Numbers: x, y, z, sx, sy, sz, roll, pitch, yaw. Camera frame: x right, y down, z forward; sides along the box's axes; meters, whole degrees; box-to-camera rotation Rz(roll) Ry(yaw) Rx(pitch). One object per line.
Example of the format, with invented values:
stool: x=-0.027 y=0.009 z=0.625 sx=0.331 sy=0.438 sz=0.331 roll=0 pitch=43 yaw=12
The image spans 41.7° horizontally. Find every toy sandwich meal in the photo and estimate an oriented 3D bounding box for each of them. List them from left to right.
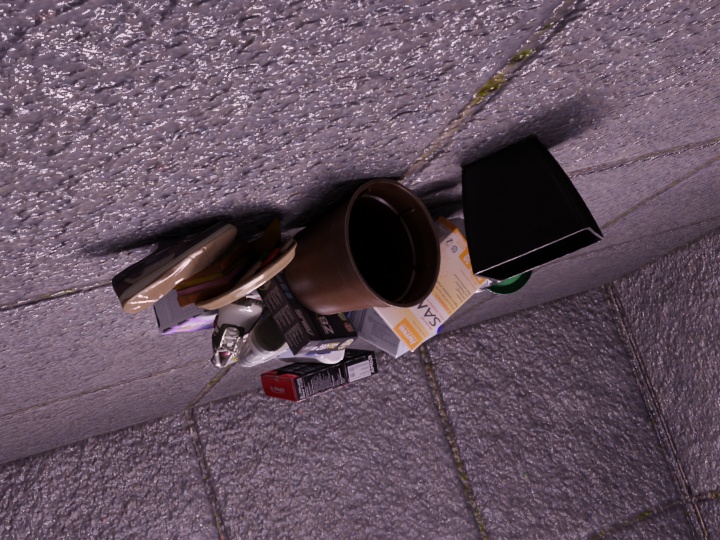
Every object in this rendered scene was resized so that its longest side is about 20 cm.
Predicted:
toy sandwich meal: x=-0.191 y=-0.011 z=1.453 sx=0.203 sy=0.071 sz=0.205 roll=-30 pitch=-167 yaw=7

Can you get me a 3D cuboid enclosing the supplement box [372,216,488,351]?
supplement box: x=0.116 y=0.023 z=1.648 sx=0.200 sy=0.126 sz=0.074 roll=-43 pitch=-152 yaw=-2

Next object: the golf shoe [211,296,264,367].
golf shoe: x=-0.207 y=0.097 z=1.566 sx=0.076 sy=0.089 sz=0.200 roll=13 pitch=156 yaw=-8

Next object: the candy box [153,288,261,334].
candy box: x=-0.245 y=0.044 z=1.698 sx=0.198 sy=0.073 sz=0.167 roll=-26 pitch=167 yaw=34

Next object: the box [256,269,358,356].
box: x=-0.104 y=0.047 z=1.603 sx=0.049 sy=0.202 sz=0.160 roll=-40 pitch=160 yaw=24

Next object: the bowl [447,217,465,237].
bowl: x=0.128 y=-0.035 z=1.803 sx=0.197 sy=0.076 sz=0.200 roll=-16 pitch=169 yaw=-18

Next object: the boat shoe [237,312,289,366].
boat shoe: x=-0.141 y=0.106 z=1.598 sx=0.065 sy=0.075 sz=0.202 roll=-42 pitch=179 yaw=27

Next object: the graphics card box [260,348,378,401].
graphics card box: x=-0.079 y=0.201 z=1.841 sx=0.198 sy=0.052 sz=0.125 roll=-16 pitch=-172 yaw=-35

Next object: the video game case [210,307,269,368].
video game case: x=-0.179 y=0.081 z=1.762 sx=0.179 sy=0.026 sz=0.201 roll=-23 pitch=-150 yaw=40

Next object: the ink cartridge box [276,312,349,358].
ink cartridge box: x=-0.112 y=0.102 z=1.730 sx=0.198 sy=0.042 sz=0.120 roll=-6 pitch=-136 yaw=41

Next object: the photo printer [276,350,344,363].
photo printer: x=-0.112 y=0.097 z=1.852 sx=0.069 sy=0.170 sz=0.198 roll=9 pitch=170 yaw=-41

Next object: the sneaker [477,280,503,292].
sneaker: x=0.207 y=0.006 z=1.761 sx=0.113 sy=0.076 sz=0.199 roll=-29 pitch=171 yaw=41

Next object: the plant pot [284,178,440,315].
plant pot: x=-0.007 y=-0.020 z=1.513 sx=0.198 sy=0.204 sz=0.197 roll=-9 pitch=172 yaw=-42

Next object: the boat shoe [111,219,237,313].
boat shoe: x=-0.272 y=-0.019 z=1.371 sx=0.199 sy=0.065 sz=0.072 roll=-37 pitch=163 yaw=-9

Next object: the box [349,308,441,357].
box: x=0.060 y=0.069 z=1.938 sx=0.199 sy=0.182 sz=0.106 roll=-21 pitch=133 yaw=-57

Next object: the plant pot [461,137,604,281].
plant pot: x=0.273 y=-0.105 z=1.575 sx=0.198 sy=0.180 sz=0.199 roll=-22 pitch=169 yaw=19

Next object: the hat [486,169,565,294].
hat: x=0.312 y=-0.064 z=1.839 sx=0.163 sy=0.203 sz=0.176 roll=-16 pitch=179 yaw=-25
